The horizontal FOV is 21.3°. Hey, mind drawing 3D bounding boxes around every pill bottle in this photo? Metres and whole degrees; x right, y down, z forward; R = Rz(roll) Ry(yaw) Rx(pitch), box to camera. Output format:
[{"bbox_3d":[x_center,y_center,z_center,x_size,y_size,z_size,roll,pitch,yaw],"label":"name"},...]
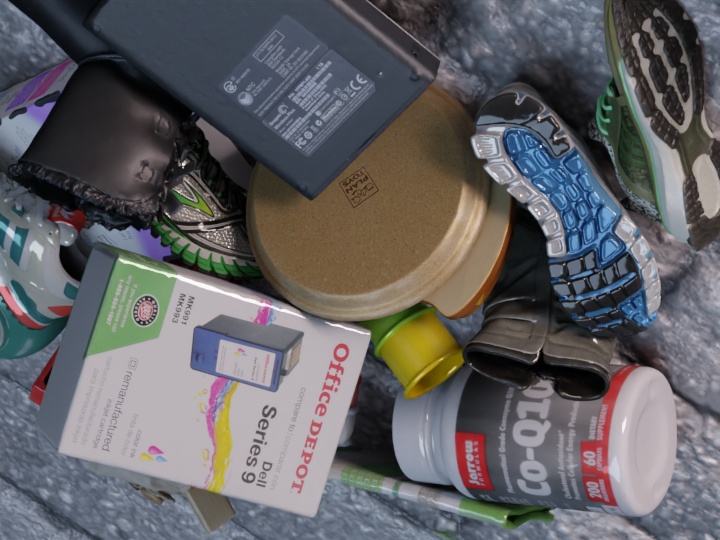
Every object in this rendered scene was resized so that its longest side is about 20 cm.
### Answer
[{"bbox_3d":[0.133,0.125,1.480,0.200,0.114,0.114,2,131,30],"label":"pill bottle"}]

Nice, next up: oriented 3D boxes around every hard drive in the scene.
[{"bbox_3d":[-0.067,-0.152,1.277,0.200,0.033,0.140,37,124,-16],"label":"hard drive"}]

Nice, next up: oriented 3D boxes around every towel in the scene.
[{"bbox_3d":[0.049,0.183,1.584,0.200,0.149,0.031,12,93,23],"label":"towel"}]

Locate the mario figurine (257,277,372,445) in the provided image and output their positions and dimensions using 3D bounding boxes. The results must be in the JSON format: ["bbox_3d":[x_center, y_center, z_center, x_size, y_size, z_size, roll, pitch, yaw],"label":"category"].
[{"bbox_3d":[-0.039,0.069,1.532,0.106,0.124,0.200,4,147,-38],"label":"mario figurine"}]

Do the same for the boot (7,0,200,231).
[{"bbox_3d":[-0.196,-0.128,1.334,0.198,0.163,0.073,24,164,-6],"label":"boot"}]

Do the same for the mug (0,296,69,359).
[{"bbox_3d":[-0.323,-0.010,1.634,0.152,0.114,0.185,-25,115,45],"label":"mug"}]

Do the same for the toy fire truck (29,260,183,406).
[{"bbox_3d":[-0.195,0.055,1.538,0.049,0.200,0.141,30,150,3],"label":"toy fire truck"}]

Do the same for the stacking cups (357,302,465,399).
[{"bbox_3d":[0.000,0.000,1.430,0.200,0.060,0.061,53,142,15],"label":"stacking cups"}]

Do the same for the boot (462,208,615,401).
[{"bbox_3d":[0.100,0.019,1.384,0.200,0.131,0.068,15,136,20],"label":"boot"}]

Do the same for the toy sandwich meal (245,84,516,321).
[{"bbox_3d":[0.017,-0.047,1.366,0.205,0.205,0.070,9,167,25],"label":"toy sandwich meal"}]

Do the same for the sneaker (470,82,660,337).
[{"bbox_3d":[0.150,-0.048,1.320,0.075,0.087,0.200,-25,106,19],"label":"sneaker"}]

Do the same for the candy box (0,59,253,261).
[{"bbox_3d":[-0.202,-0.083,1.520,0.200,0.072,0.168,-16,120,41],"label":"candy box"}]

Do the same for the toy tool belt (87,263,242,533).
[{"bbox_3d":[-0.116,0.093,1.485,0.123,0.200,0.125,31,155,-9],"label":"toy tool belt"}]

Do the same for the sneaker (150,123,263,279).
[{"bbox_3d":[-0.125,-0.061,1.399,0.200,0.078,0.085,27,116,-10],"label":"sneaker"}]

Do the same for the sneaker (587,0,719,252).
[{"bbox_3d":[0.180,-0.101,1.269,0.089,0.077,0.200,10,132,41],"label":"sneaker"}]

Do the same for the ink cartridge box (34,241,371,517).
[{"bbox_3d":[-0.111,0.079,1.370,0.200,0.145,0.088,18,180,-22],"label":"ink cartridge box"}]

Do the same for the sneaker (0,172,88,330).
[{"bbox_3d":[-0.267,-0.047,1.501,0.093,0.070,0.200,-19,117,23],"label":"sneaker"}]
